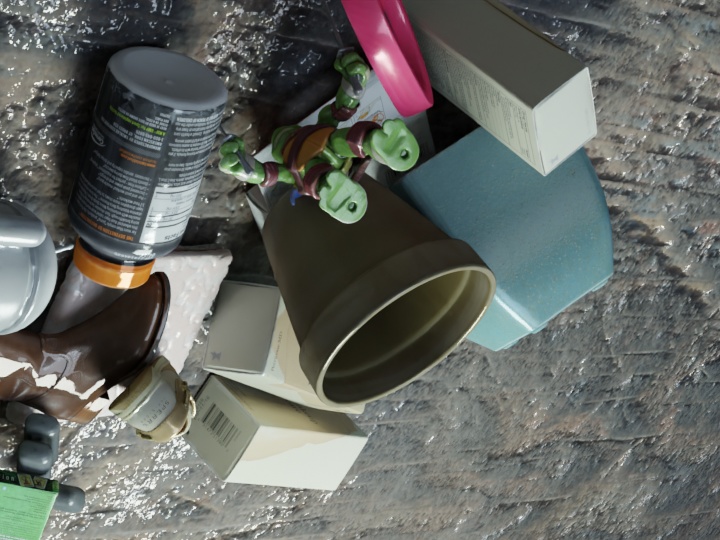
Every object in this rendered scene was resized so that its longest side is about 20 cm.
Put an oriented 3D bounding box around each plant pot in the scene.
[{"bbox_3d":[0.000,0.000,1.699,0.200,0.174,0.200,-29,156,-14],"label":"plant pot"},{"bbox_3d":[0.142,-0.035,1.831,0.196,0.200,0.196,-33,177,-20],"label":"plant pot"}]

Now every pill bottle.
[{"bbox_3d":[-0.191,-0.083,1.551,0.106,0.106,0.200,-10,132,-43],"label":"pill bottle"}]

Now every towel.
[{"bbox_3d":[-0.230,0.057,1.722,0.191,0.032,0.200,-3,127,-49],"label":"towel"}]

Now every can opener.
[{"bbox_3d":[-0.289,0.187,1.704,0.200,0.067,0.053,117,-14,-67],"label":"can opener"}]

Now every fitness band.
[{"bbox_3d":[0.016,-0.223,1.608,0.037,0.144,0.200,-20,145,11],"label":"fitness band"}]

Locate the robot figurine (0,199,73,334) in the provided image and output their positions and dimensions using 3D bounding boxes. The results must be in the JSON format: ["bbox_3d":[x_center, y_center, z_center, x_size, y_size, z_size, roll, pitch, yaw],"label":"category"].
[{"bbox_3d":[-0.330,-0.003,1.467,0.169,0.113,0.200,-26,162,38],"label":"robot figurine"}]

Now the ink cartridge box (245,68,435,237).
[{"bbox_3d":[-0.025,-0.120,1.761,0.200,0.044,0.174,-37,145,-14],"label":"ink cartridge box"}]

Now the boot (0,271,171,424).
[{"bbox_3d":[-0.288,0.055,1.590,0.200,0.064,0.187,19,116,-38],"label":"boot"}]

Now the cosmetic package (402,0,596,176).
[{"bbox_3d":[0.129,-0.192,1.716,0.073,0.200,0.104,-39,147,-15],"label":"cosmetic package"}]

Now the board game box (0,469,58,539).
[{"bbox_3d":[-0.383,0.214,1.624,0.200,0.023,0.105,15,118,-19],"label":"board game box"}]

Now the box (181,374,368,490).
[{"bbox_3d":[-0.093,0.178,1.951,0.200,0.095,0.078,13,114,-55],"label":"box"}]

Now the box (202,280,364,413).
[{"bbox_3d":[-0.069,0.081,1.846,0.200,0.078,0.095,25,74,-57],"label":"box"}]

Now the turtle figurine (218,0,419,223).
[{"bbox_3d":[-0.050,-0.129,1.560,0.144,0.194,0.201,-15,114,-26],"label":"turtle figurine"}]

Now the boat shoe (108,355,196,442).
[{"bbox_3d":[-0.189,0.128,1.676,0.074,0.069,0.200,-45,-177,0],"label":"boat shoe"}]
